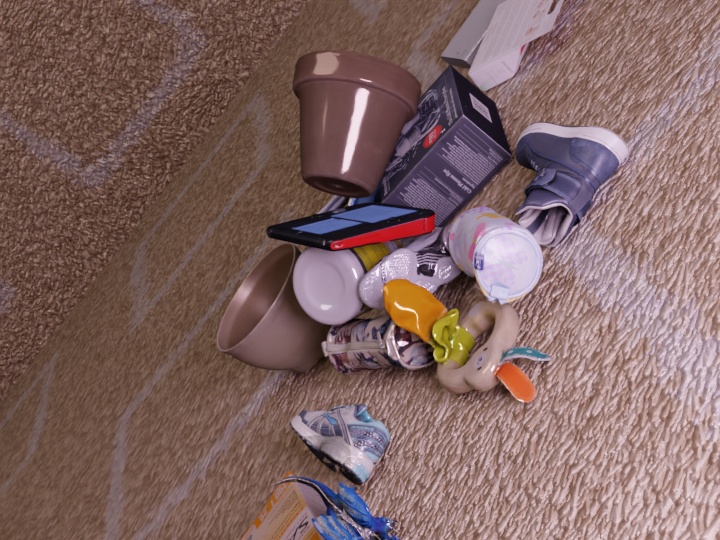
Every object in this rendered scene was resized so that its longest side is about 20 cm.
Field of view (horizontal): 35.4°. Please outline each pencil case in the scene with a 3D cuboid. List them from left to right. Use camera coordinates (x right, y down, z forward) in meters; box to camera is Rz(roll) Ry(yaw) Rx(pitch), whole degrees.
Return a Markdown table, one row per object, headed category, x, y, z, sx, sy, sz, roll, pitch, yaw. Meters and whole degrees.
| category | x | y | z | sx | sy | sz | roll | pitch | yaw |
| --- | --- | --- | --- | --- | --- | --- | --- | --- | --- |
| pencil case | 0.025 | 0.097 | 1.506 | 0.199 | 0.088 | 0.079 | -13 | 75 | 59 |
| pencil case | 0.160 | -0.022 | 1.364 | 0.200 | 0.081 | 0.093 | -113 | 24 | -78 |

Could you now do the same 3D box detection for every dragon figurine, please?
| category | x | y | z | sx | sy | sz | roll | pitch | yaw |
| --- | --- | --- | --- | --- | --- | --- | --- | --- | --- |
| dragon figurine | -0.014 | 0.275 | 1.251 | 0.059 | 0.199 | 0.099 | -52 | -17 | -3 |

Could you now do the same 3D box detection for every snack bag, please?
| category | x | y | z | sx | sy | sz | roll | pitch | yaw |
| --- | --- | --- | --- | --- | --- | --- | --- | --- | --- |
| snack bag | -0.015 | -0.143 | 1.949 | 0.189 | 0.021 | 0.200 | -46 | 0 | 27 |

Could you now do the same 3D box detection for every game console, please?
| category | x | y | z | sx | sy | sz | roll | pitch | yaw |
| --- | --- | --- | --- | --- | --- | --- | --- | --- | --- |
| game console | -0.012 | -0.061 | 1.514 | 0.199 | 0.174 | 0.032 | 12 | 110 | 59 |

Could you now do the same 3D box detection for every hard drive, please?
| category | x | y | z | sx | sy | sz | roll | pitch | yaw |
| --- | --- | --- | --- | --- | --- | --- | --- | --- | --- |
| hard drive | 0.228 | -0.450 | 1.994 | 0.201 | 0.026 | 0.132 | -54 | 21 | 1 |

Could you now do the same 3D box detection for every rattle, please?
| category | x | y | z | sx | sy | sz | roll | pitch | yaw |
| --- | --- | --- | --- | --- | --- | --- | --- | --- | --- |
| rattle | 0.119 | 0.069 | 1.289 | 0.129 | 0.144 | 0.200 | -33 | 16 | 1 |

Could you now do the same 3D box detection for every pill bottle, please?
| category | x | y | z | sx | sy | sz | roll | pitch | yaw |
| --- | --- | --- | --- | --- | --- | --- | --- | --- | --- |
| pill bottle | 0.000 | 0.000 | 1.580 | 0.112 | 0.113 | 0.199 | -41 | -10 | 30 |

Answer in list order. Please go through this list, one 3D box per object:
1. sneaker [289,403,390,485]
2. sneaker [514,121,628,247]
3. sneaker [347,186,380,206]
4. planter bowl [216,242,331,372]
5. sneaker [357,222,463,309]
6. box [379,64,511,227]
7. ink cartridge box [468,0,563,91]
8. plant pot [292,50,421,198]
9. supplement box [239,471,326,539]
| category | x | y | z | sx | sy | sz | roll | pitch | yaw |
| --- | --- | --- | --- | --- | --- | --- | --- | --- | --- |
| sneaker | -0.021 | 0.215 | 1.475 | 0.086 | 0.078 | 0.199 | -46 | 26 | -14 |
| sneaker | 0.225 | -0.107 | 1.402 | 0.147 | 0.077 | 0.202 | -55 | 22 | -10 |
| sneaker | 0.014 | -0.064 | 1.823 | 0.088 | 0.078 | 0.202 | 4 | 61 | 48 |
| planter bowl | -0.115 | 0.076 | 1.779 | 0.200 | 0.134 | 0.201 | -45 | 22 | 24 |
| sneaker | 0.073 | -0.003 | 1.515 | 0.198 | 0.076 | 0.115 | -28 | 5 | -20 |
| box | 0.120 | -0.180 | 1.704 | 0.182 | 0.103 | 0.201 | -47 | 22 | 22 |
| ink cartridge box | 0.270 | -0.387 | 1.787 | 0.199 | 0.050 | 0.163 | -17 | 42 | 53 |
| plant pot | -0.019 | -0.208 | 1.683 | 0.199 | 0.197 | 0.178 | -7 | 69 | 63 |
| supplement box | -0.076 | 0.347 | 1.365 | 0.127 | 0.073 | 0.200 | -54 | 21 | 1 |
